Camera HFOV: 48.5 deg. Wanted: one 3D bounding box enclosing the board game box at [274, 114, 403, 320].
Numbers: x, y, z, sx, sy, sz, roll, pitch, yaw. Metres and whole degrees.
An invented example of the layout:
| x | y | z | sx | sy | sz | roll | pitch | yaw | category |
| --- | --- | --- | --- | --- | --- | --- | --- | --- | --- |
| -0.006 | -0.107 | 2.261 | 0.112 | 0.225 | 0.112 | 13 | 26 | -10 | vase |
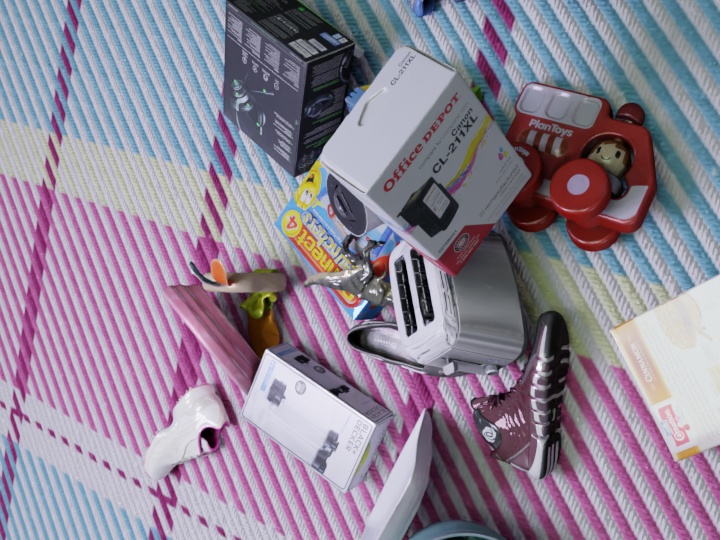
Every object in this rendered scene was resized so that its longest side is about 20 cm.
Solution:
| x | y | z | sx | sy | sz | roll | pitch | yaw | category |
| --- | --- | --- | --- | --- | --- | --- | --- | --- | --- |
| 0.000 | -0.072 | 1.111 | 0.200 | 0.055 | 0.197 | 48 | 113 | 24 | board game box |

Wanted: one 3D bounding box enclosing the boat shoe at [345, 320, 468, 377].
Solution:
| x | y | z | sx | sy | sz | roll | pitch | yaw | category |
| --- | --- | --- | --- | --- | --- | --- | --- | --- | --- |
| 0.069 | 0.104 | 1.065 | 0.196 | 0.057 | 0.069 | 7 | 94 | 33 | boat shoe |

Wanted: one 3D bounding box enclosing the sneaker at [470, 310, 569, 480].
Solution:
| x | y | z | sx | sy | sz | roll | pitch | yaw | category |
| --- | --- | --- | --- | --- | --- | --- | --- | --- | --- |
| 0.187 | 0.146 | 0.980 | 0.114 | 0.075 | 0.205 | 8 | 95 | 36 | sneaker |

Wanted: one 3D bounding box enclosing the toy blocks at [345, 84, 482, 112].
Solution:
| x | y | z | sx | sy | sz | roll | pitch | yaw | category |
| --- | --- | --- | --- | --- | --- | --- | --- | --- | --- |
| 0.041 | -0.197 | 1.035 | 0.136 | 0.100 | 0.200 | 36 | 76 | 32 | toy blocks |

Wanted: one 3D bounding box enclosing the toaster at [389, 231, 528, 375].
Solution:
| x | y | z | sx | sy | sz | roll | pitch | yaw | category |
| --- | --- | --- | --- | --- | --- | --- | --- | --- | --- |
| 0.114 | 0.027 | 0.967 | 0.113 | 0.127 | 0.204 | -35 | 56 | 49 | toaster |

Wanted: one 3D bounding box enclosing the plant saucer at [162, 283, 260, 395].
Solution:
| x | y | z | sx | sy | sz | roll | pitch | yaw | category |
| --- | --- | --- | --- | --- | --- | --- | --- | --- | --- |
| -0.214 | 0.094 | 1.191 | 0.051 | 0.201 | 0.201 | -40 | 65 | -10 | plant saucer |

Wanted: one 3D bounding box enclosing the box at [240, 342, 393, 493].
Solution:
| x | y | z | sx | sy | sz | roll | pitch | yaw | category |
| --- | --- | --- | --- | --- | --- | --- | --- | --- | --- |
| -0.064 | 0.205 | 1.136 | 0.198 | 0.060 | 0.118 | 32 | 107 | 21 | box |

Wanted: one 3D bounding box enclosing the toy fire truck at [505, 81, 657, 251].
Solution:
| x | y | z | sx | sy | sz | roll | pitch | yaw | category |
| --- | --- | --- | --- | --- | --- | --- | --- | --- | --- |
| 0.248 | -0.129 | 0.927 | 0.197 | 0.112 | 0.171 | 21 | 80 | 33 | toy fire truck |

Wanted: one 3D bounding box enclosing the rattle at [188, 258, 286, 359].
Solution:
| x | y | z | sx | sy | sz | roll | pitch | yaw | category |
| --- | --- | --- | --- | --- | --- | --- | --- | --- | --- |
| -0.180 | 0.058 | 1.141 | 0.127 | 0.200 | 0.146 | 17 | 93 | 4 | rattle |

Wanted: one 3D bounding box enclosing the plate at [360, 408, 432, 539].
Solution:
| x | y | z | sx | sy | sz | roll | pitch | yaw | category |
| --- | --- | --- | --- | --- | --- | --- | --- | --- | --- |
| 0.044 | 0.299 | 1.015 | 0.032 | 0.200 | 0.203 | 25 | 105 | 2 | plate |

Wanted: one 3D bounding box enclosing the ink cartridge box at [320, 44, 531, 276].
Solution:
| x | y | z | sx | sy | sz | roll | pitch | yaw | category |
| --- | --- | --- | --- | --- | --- | --- | --- | --- | --- |
| 0.072 | -0.106 | 0.825 | 0.147 | 0.199 | 0.083 | -52 | 50 | 2 | ink cartridge box |

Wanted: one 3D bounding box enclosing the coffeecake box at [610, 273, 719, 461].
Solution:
| x | y | z | sx | sy | sz | roll | pitch | yaw | category |
| --- | --- | --- | --- | --- | --- | --- | --- | --- | --- |
| 0.392 | 0.087 | 0.844 | 0.198 | 0.073 | 0.156 | -32 | 73 | 29 | coffeecake box |

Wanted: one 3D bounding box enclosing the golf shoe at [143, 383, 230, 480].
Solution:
| x | y | z | sx | sy | sz | roll | pitch | yaw | category |
| --- | --- | --- | --- | --- | --- | --- | --- | --- | --- |
| -0.281 | 0.278 | 1.288 | 0.091 | 0.075 | 0.202 | 44 | 113 | 21 | golf shoe |

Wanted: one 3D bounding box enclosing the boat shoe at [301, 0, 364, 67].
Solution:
| x | y | z | sx | sy | sz | roll | pitch | yaw | category |
| --- | --- | --- | --- | --- | --- | --- | --- | --- | --- |
| -0.079 | -0.349 | 1.156 | 0.200 | 0.074 | 0.061 | 43 | 107 | 17 | boat shoe |

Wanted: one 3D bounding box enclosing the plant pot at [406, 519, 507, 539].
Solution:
| x | y | z | sx | sy | sz | roll | pitch | yaw | category |
| --- | --- | --- | --- | --- | --- | --- | --- | --- | --- |
| 0.113 | 0.390 | 0.969 | 0.195 | 0.134 | 0.206 | 0 | 95 | -3 | plant pot |

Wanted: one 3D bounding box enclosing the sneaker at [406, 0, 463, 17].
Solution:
| x | y | z | sx | sy | sz | roll | pitch | yaw | category |
| --- | --- | --- | --- | --- | --- | --- | --- | --- | --- |
| 0.136 | -0.391 | 1.022 | 0.198 | 0.076 | 0.087 | -22 | 88 | 39 | sneaker |

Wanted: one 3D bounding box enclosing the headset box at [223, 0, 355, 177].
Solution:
| x | y | z | sx | sy | sz | roll | pitch | yaw | category |
| --- | --- | --- | --- | --- | --- | --- | --- | --- | --- |
| -0.106 | -0.257 | 1.116 | 0.174 | 0.092 | 0.202 | 41 | 142 | 26 | headset box |

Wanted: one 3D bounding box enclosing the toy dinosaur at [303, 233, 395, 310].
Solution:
| x | y | z | sx | sy | sz | roll | pitch | yaw | category |
| --- | --- | --- | --- | --- | --- | --- | --- | --- | --- |
| 0.000 | 0.000 | 1.052 | 0.197 | 0.047 | 0.090 | 13 | 105 | 33 | toy dinosaur |

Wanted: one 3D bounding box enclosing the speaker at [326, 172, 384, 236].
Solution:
| x | y | z | sx | sy | sz | roll | pitch | yaw | category |
| --- | --- | --- | --- | --- | --- | --- | --- | --- | --- |
| 0.058 | -0.117 | 0.930 | 0.081 | 0.198 | 0.082 | 42 | 149 | 34 | speaker |
